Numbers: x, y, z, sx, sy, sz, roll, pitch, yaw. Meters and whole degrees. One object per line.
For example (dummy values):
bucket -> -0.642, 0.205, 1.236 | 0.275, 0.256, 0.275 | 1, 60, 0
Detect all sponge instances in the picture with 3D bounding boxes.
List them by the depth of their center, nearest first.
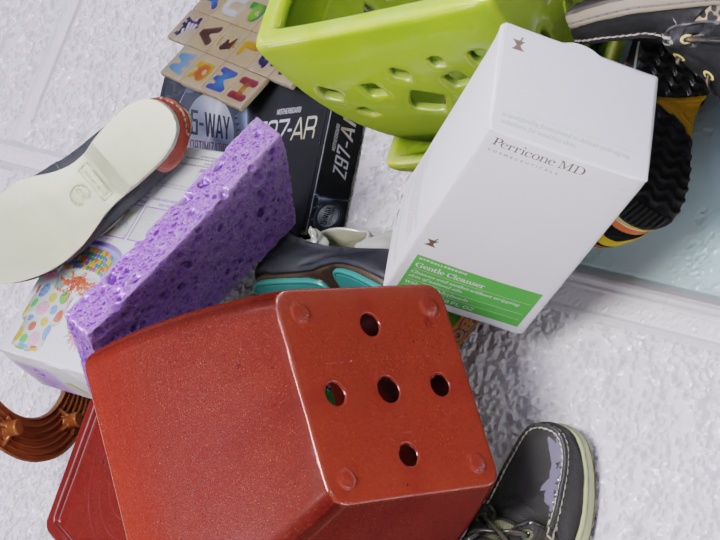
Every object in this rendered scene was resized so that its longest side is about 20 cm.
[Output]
sponge -> -0.122, -0.003, 1.251 | 0.030, 0.112, 0.200 | 34, 67, 21

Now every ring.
ring -> -0.265, 0.050, 1.423 | 0.019, 0.200, 0.203 | -13, 62, 24

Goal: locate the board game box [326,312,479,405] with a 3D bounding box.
board game box -> 0.027, 0.042, 1.300 | 0.200, 0.030, 0.096 | -49, 47, 8

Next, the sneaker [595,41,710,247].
sneaker -> 0.190, -0.106, 1.202 | 0.202, 0.069, 0.090 | -68, 12, -23

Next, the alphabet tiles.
alphabet tiles -> -0.077, -0.205, 1.465 | 0.167, 0.006, 0.199 | -48, 38, -12

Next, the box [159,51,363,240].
box -> -0.089, -0.093, 1.445 | 0.198, 0.043, 0.162 | -1, 71, 40

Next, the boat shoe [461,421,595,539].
boat shoe -> 0.093, 0.190, 1.151 | 0.071, 0.066, 0.203 | 12, 80, 42

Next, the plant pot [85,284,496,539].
plant pot -> -0.030, 0.106, 1.144 | 0.176, 0.198, 0.202 | -37, 63, 45

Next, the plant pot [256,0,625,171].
plant pot -> 0.077, -0.184, 1.236 | 0.198, 0.182, 0.201 | -5, 52, 39

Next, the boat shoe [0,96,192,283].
boat shoe -> -0.209, -0.060, 1.366 | 0.199, 0.063, 0.071 | -39, 89, 10

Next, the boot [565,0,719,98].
boot -> 0.229, -0.109, 1.109 | 0.198, 0.073, 0.152 | -3, 107, 22

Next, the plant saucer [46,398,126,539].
plant saucer -> -0.167, 0.163, 1.359 | 0.199, 0.036, 0.202 | 35, 109, 48

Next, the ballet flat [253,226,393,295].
ballet flat -> 0.000, 0.000, 1.281 | 0.199, 0.073, 0.074 | 7, 75, 50

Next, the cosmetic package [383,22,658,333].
cosmetic package -> 0.097, -0.053, 1.133 | 0.200, 0.106, 0.086 | 120, 164, -57

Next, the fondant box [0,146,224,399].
fondant box -> -0.168, 0.001, 1.371 | 0.143, 0.058, 0.201 | 11, 64, 42
